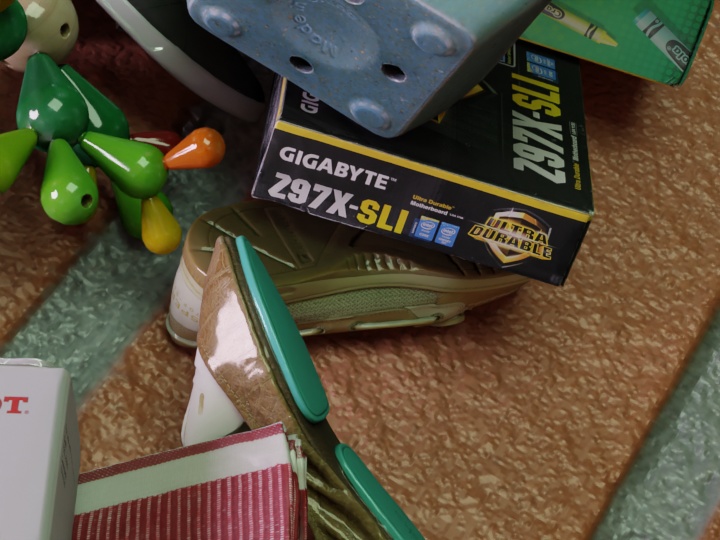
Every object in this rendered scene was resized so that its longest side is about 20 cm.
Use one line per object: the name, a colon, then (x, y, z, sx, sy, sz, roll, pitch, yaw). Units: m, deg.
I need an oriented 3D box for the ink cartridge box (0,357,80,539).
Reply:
ink cartridge box: (-0.195, 0.139, 0.858, 0.144, 0.084, 0.200, 2, 54, 0)

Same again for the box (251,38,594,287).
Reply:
box: (0.034, -0.079, 1.081, 0.159, 0.049, 0.200, 18, 29, -6)

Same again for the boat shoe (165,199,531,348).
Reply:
boat shoe: (0.000, 0.002, 1.058, 0.200, 0.063, 0.073, -9, 51, -30)

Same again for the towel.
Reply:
towel: (-0.089, 0.166, 0.881, 0.144, 0.023, 0.200, -15, 51, 19)

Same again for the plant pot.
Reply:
plant pot: (0.023, -0.182, 0.977, 0.196, 0.196, 0.200, 31, 64, -7)

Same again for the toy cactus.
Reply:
toy cactus: (-0.145, -0.096, 1.004, 0.200, 0.102, 0.165, 33, 31, -47)

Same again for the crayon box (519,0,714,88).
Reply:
crayon box: (0.090, -0.173, 1.173, 0.200, 0.058, 0.119, 18, 24, -4)

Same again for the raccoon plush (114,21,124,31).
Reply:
raccoon plush: (-0.131, -0.217, 1.175, 0.097, 0.134, 0.200, -17, 28, -10)

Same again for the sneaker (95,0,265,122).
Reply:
sneaker: (-0.095, -0.168, 1.063, 0.099, 0.071, 0.200, -44, 109, 1)

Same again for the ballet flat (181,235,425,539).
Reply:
ballet flat: (-0.035, 0.084, 0.957, 0.072, 0.068, 0.200, -31, 89, 8)
